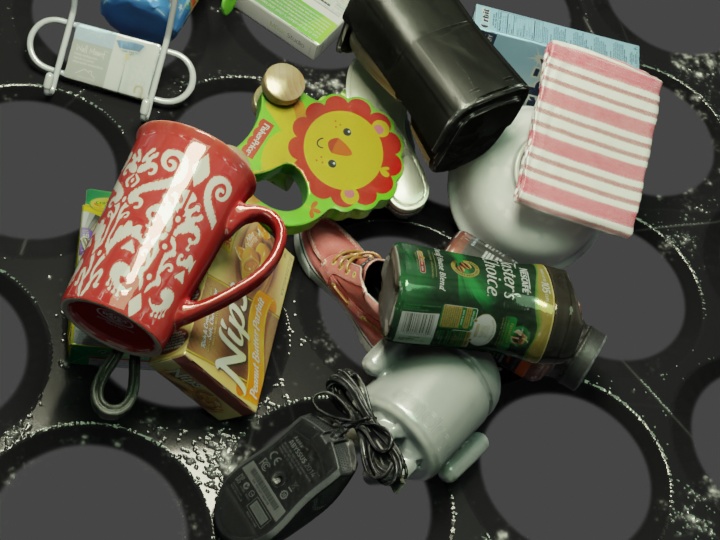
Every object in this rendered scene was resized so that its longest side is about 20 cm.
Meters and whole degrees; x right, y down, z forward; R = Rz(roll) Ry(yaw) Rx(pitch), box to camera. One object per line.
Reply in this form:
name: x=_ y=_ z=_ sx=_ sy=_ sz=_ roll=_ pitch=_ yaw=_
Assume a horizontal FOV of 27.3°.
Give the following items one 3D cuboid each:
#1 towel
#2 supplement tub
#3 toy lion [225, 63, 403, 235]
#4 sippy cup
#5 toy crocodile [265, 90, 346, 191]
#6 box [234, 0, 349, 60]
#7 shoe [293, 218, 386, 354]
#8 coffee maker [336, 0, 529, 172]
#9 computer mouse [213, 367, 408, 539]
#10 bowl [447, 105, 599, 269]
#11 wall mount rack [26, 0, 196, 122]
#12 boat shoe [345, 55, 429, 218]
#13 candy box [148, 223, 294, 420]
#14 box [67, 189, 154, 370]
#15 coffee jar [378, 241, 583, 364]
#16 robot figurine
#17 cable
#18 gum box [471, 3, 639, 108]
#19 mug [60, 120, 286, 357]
towel: x=0.254 y=-0.145 z=1.651 sx=0.146 sy=0.030 sz=0.201 roll=17 pitch=76 yaw=-14
supplement tub: x=0.165 y=0.050 z=1.613 sx=0.200 sy=0.107 sz=0.107 roll=32 pitch=56 yaw=7
toy lion: x=-0.054 y=-0.118 z=1.623 sx=0.191 sy=0.069 sz=0.200 roll=34 pitch=62 yaw=-4
sippy cup: x=-0.243 y=-0.344 z=1.755 sx=0.140 sy=0.177 sz=0.131 roll=41 pitch=56 yaw=-41
toy crocodile: x=-0.046 y=-0.159 z=1.719 sx=0.067 sy=0.062 sz=0.200 roll=40 pitch=56 yaw=12
box: x=-0.058 y=-0.366 z=1.868 sx=0.144 sy=0.036 sz=0.200 roll=35 pitch=55 yaw=9
shoe: x=0.000 y=0.000 z=1.610 sx=0.071 sy=0.091 sz=0.200 roll=-23 pitch=66 yaw=-26
coffee maker: x=0.077 y=-0.232 z=1.607 sx=0.134 sy=0.192 sz=0.200 roll=-32 pitch=70 yaw=-9
computer mouse: x=-0.052 y=0.204 z=1.451 sx=0.200 sy=0.053 sz=0.139 roll=-36 pitch=57 yaw=6
bowl: x=0.205 y=-0.101 z=1.689 sx=0.200 sy=0.090 sz=0.202 roll=2 pitch=80 yaw=-13
wall mount rack: x=-0.278 y=-0.268 z=1.683 sx=0.199 sy=0.075 sz=0.175 roll=15 pitch=93 yaw=-5
boat shoe: x=0.027 y=-0.153 z=1.713 sx=0.072 sy=0.062 sz=0.201 roll=-15 pitch=75 yaw=-9
candy box: x=-0.140 y=0.039 z=1.535 sx=0.115 sy=0.055 sz=0.201 roll=44 pitch=45 yaw=-37
box: x=-0.245 y=0.006 z=1.570 sx=0.117 sy=0.048 sz=0.201 roll=6 pitch=59 yaw=-10
coffee jar: x=0.122 y=0.034 z=1.494 sx=0.199 sy=0.086 sz=0.104 roll=9 pitch=31 yaw=-11
robot figurine: x=0.069 y=0.137 z=1.526 sx=0.200 sy=0.113 sz=0.170 roll=-44 pitch=110 yaw=-32
cable: x=-0.235 y=0.057 z=1.502 sx=0.097 sy=0.050 sz=0.201 roll=5 pitch=69 yaw=-25
gum box: x=0.206 y=-0.217 z=1.756 sx=0.199 sy=0.170 sz=0.045 roll=14 pitch=51 yaw=-6
mug: x=-0.183 y=-0.025 z=1.438 sx=0.177 sy=0.134 sz=0.201 roll=8 pitch=60 yaw=32
